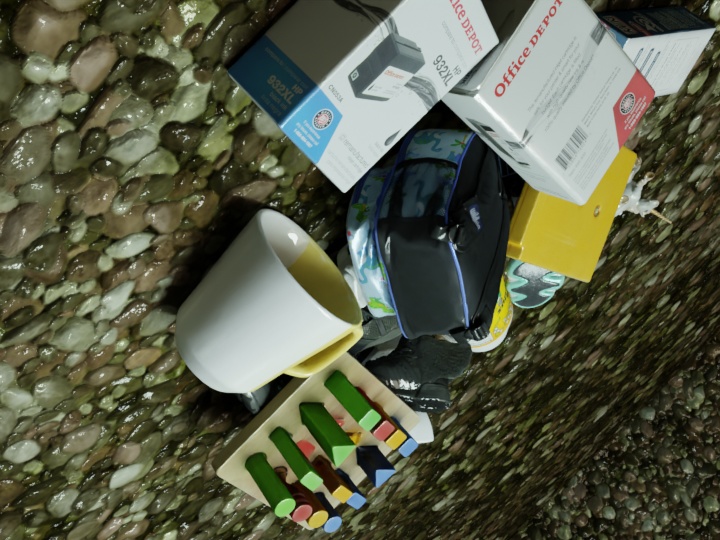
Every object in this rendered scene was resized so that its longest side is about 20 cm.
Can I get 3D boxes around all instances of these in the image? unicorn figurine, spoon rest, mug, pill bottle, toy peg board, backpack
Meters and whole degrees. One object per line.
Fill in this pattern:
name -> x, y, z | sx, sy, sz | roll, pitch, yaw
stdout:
unicorn figurine -> 0.409, -0.110, 1.439 | 0.200, 0.074, 0.137 | -18, 155, -14
spoon rest -> 0.039, 0.193, 1.274 | 0.099, 0.200, 0.061 | -1, 91, -24
mug -> -0.091, 0.056, 0.926 | 0.153, 0.187, 0.149 | -40, -163, 13
pill bottle -> 0.147, 0.042, 1.256 | 0.113, 0.113, 0.200 | -41, 151, -3
toy peg board -> -0.027, 0.221, 1.072 | 0.200, 0.098, 0.199 | -45, 133, -1
backpack -> 0.074, -0.049, 0.973 | 0.183, 0.147, 0.200 | 70, 32, -42

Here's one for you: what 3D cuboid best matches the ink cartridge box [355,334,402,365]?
ink cartridge box -> 0.043, 0.139, 1.335 | 0.099, 0.039, 0.200 | -52, 149, 18

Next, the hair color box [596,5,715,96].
hair color box -> 0.342, -0.265, 1.136 | 0.200, 0.061, 0.100 | -17, 142, -40

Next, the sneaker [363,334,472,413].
sneaker -> 0.053, 0.123, 1.192 | 0.200, 0.104, 0.060 | 14, 146, -19

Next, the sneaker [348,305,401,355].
sneaker -> -0.009, 0.056, 1.120 | 0.199, 0.076, 0.114 | -24, 145, -36

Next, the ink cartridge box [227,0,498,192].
ink cartridge box -> 0.008, -0.185, 0.796 | 0.200, 0.084, 0.145 | -44, 151, 3

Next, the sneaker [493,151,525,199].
sneaker -> 0.162, -0.113, 1.098 | 0.200, 0.078, 0.070 | -40, 152, -7

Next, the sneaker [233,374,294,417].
sneaker -> -0.112, 0.135, 1.106 | 0.079, 0.075, 0.200 | -41, 161, -9

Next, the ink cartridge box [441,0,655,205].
ink cartridge box -> 0.183, -0.183, 0.923 | 0.200, 0.083, 0.147 | 36, 86, -37

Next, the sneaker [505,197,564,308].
sneaker -> 0.232, -0.062, 1.222 | 0.078, 0.140, 0.200 | 7, 120, -3

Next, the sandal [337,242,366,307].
sandal -> -0.002, -0.006, 1.068 | 0.203, 0.050, 0.083 | -44, 135, -30

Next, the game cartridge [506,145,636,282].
game cartridge -> 0.251, -0.084, 1.100 | 0.200, 0.032, 0.176 | 15, 97, -50
